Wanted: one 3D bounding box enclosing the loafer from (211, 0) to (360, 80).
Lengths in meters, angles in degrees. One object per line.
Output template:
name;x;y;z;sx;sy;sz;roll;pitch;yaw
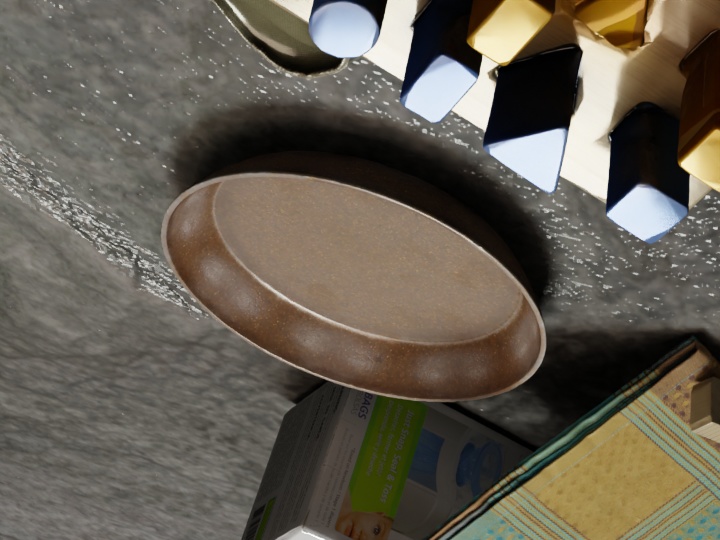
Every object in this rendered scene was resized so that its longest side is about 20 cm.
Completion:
loafer;-0.058;-0.136;0.788;0.075;0.070;0.200;0;145;32

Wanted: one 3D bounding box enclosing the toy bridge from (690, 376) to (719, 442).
toy bridge;0.238;0.045;0.941;0.067;0.027;0.200;22;149;-25

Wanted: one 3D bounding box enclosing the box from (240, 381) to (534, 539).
box;0.046;0.155;1.171;0.200;0.113;0.101;29;148;-15

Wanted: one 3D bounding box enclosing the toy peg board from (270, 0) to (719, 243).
toy peg board;0.081;-0.096;0.679;0.200;0.098;0.199;30;130;-16

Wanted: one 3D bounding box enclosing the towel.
towel;0.130;0.132;1.060;0.200;0.022;0.147;-39;125;12

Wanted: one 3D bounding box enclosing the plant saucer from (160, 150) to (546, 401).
plant saucer;0.000;0.000;1.020;0.200;0.035;0.200;16;151;9
